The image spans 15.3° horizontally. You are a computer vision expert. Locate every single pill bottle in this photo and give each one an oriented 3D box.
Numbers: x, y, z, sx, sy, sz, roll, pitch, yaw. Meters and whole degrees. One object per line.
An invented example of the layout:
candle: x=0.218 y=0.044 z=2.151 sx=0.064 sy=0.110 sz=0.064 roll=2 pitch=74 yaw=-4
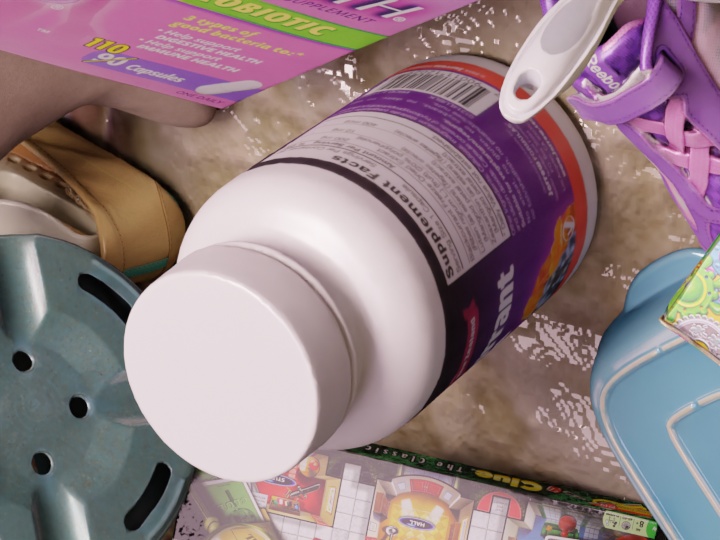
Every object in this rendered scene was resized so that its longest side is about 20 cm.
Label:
pill bottle: x=0.000 y=0.000 z=1.013 sx=0.111 sy=0.200 sz=0.112 roll=15 pitch=120 yaw=27

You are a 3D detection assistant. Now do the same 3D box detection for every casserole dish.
casserole dish: x=0.165 y=0.085 z=1.052 sx=0.121 sy=0.039 sz=0.200 roll=-32 pitch=94 yaw=39

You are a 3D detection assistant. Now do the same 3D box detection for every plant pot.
plant pot: x=-0.178 y=0.080 z=1.138 sx=0.200 sy=0.200 sz=0.196 roll=57 pitch=145 yaw=-4

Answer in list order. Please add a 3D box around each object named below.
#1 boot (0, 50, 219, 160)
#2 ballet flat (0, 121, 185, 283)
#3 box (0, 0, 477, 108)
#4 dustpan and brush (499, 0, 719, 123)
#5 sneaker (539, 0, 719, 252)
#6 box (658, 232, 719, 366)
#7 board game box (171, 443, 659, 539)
boot: x=-0.159 y=-0.065 z=1.071 sx=0.200 sy=0.146 sz=0.070 roll=37 pitch=160 yaw=-30
ballet flat: x=-0.170 y=-0.050 z=1.187 sx=0.200 sy=0.063 sz=0.069 roll=26 pitch=124 yaw=21
box: x=-0.059 y=-0.144 z=0.957 sx=0.200 sy=0.176 sz=0.097 roll=-19 pitch=66 yaw=47
dustpan and brush: x=0.105 y=-0.119 z=0.893 sx=0.139 sy=0.200 sz=0.057 roll=30 pitch=165 yaw=18
sneaker: x=0.115 y=-0.067 z=0.973 sx=0.080 sy=0.088 sz=0.200 roll=-24 pitch=95 yaw=37
box: x=0.215 y=-0.042 z=0.825 sx=0.122 sy=0.200 sz=0.193 roll=37 pitch=110 yaw=13
board game box: x=0.019 y=0.128 z=1.125 sx=0.200 sy=0.023 sz=0.105 roll=12 pitch=109 yaw=7
